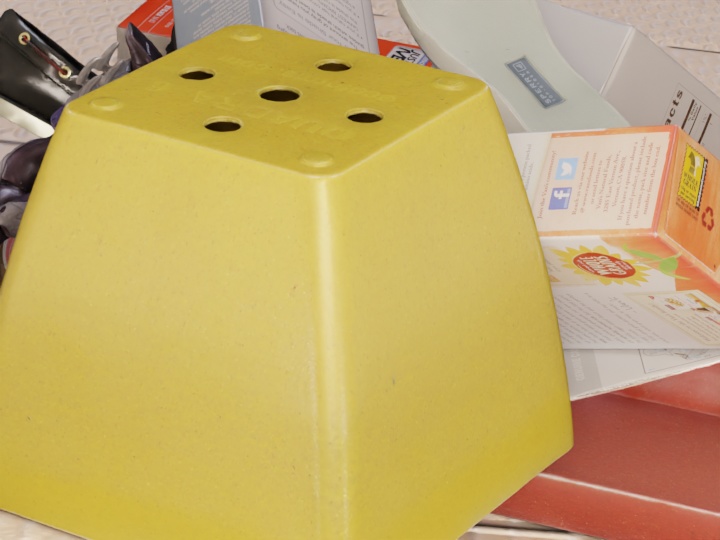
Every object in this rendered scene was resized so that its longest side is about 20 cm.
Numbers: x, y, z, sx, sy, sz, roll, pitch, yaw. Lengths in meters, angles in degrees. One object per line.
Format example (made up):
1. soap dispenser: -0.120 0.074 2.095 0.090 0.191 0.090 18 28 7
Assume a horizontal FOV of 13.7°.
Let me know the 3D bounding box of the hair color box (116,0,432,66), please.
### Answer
1. hair color box: -0.052 -0.096 1.884 0.200 0.111 0.064 11 29 15

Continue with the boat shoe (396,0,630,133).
1. boat shoe: 0.076 -0.089 1.575 0.070 0.072 0.201 -20 55 -24

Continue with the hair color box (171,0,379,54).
1. hair color box: -0.038 -0.092 1.504 0.099 0.061 0.200 32 36 -40

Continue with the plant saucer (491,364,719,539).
1. plant saucer: 0.151 0.087 1.404 0.199 0.037 0.200 12 19 15

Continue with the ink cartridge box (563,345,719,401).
1. ink cartridge box: 0.182 0.017 1.483 0.176 0.045 0.200 -18 21 6

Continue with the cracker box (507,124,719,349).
1. cracker box: 0.091 -0.012 1.383 0.200 0.058 0.134 -2 -23 38

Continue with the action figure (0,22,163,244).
1. action figure: -0.175 -0.037 1.508 0.069 0.200 0.130 47 19 -47

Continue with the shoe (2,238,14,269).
1. shoe: -0.108 0.012 1.507 0.200 0.072 0.091 19 11 21

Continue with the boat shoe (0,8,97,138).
1. boat shoe: -0.141 -0.088 1.813 0.201 0.063 0.074 30 5 -12

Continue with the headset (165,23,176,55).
1. headset: -0.094 -0.097 1.623 0.094 0.124 0.200 19 34 -6

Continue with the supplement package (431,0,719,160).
1. supplement package: 0.131 -0.062 1.701 0.121 0.120 0.200 21 -7 39

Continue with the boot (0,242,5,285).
1. boot: -0.172 -0.029 1.680 0.200 0.073 0.166 5 7 -24

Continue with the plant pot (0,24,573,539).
1. plant pot: -0.035 0.006 1.278 0.200 0.177 0.200 16 27 28
